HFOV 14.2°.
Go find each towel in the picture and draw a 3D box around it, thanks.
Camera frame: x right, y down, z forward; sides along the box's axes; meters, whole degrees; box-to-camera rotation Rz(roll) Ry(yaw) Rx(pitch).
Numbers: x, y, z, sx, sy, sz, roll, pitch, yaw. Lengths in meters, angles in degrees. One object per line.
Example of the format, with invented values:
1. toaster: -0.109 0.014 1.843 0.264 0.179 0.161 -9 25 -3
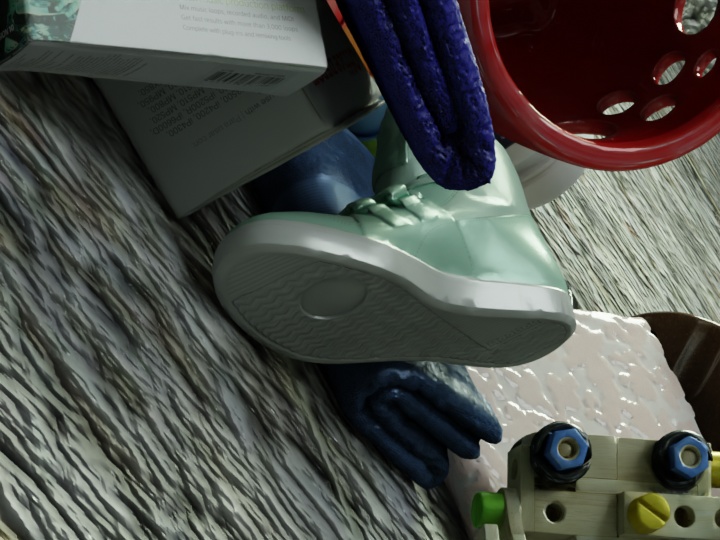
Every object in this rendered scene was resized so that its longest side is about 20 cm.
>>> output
1. towel: 0.113 0.106 1.463 0.191 0.032 0.200 4 52 -43
2. towel: 0.000 0.000 1.385 0.112 0.048 0.200 43 21 -52
3. towel: 0.010 -0.135 1.265 0.200 0.049 0.148 -114 178 -60

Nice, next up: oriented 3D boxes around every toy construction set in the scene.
1. toy construction set: 0.125 0.139 1.351 0.199 0.092 0.132 9 74 -29

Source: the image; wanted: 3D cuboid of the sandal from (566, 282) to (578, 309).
1. sandal: 0.086 0.026 1.625 0.200 0.075 0.045 -97 165 -67

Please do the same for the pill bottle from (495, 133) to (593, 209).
1. pill bottle: 0.065 -0.129 1.800 0.200 0.111 0.111 50 16 -38

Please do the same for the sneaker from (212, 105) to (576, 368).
1. sneaker: 0.002 -0.024 1.287 0.200 0.074 0.118 11 51 -43

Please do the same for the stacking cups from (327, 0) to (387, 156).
1. stacking cups: 0.002 -0.095 1.460 0.200 0.060 0.061 47 17 -54

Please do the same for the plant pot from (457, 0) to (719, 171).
1. plant pot: 0.105 -0.164 1.539 0.201 0.200 0.182 54 -13 -23

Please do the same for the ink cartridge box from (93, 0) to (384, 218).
1. ink cartridge box: -0.083 -0.133 1.279 0.200 0.083 0.145 59 13 -2

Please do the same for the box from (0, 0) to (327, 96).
1. box: -0.093 -0.173 1.167 0.144 0.036 0.201 2 69 -38

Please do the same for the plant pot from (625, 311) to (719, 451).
1. plant pot: 0.202 0.115 1.634 0.198 0.200 0.201 23 37 -56
